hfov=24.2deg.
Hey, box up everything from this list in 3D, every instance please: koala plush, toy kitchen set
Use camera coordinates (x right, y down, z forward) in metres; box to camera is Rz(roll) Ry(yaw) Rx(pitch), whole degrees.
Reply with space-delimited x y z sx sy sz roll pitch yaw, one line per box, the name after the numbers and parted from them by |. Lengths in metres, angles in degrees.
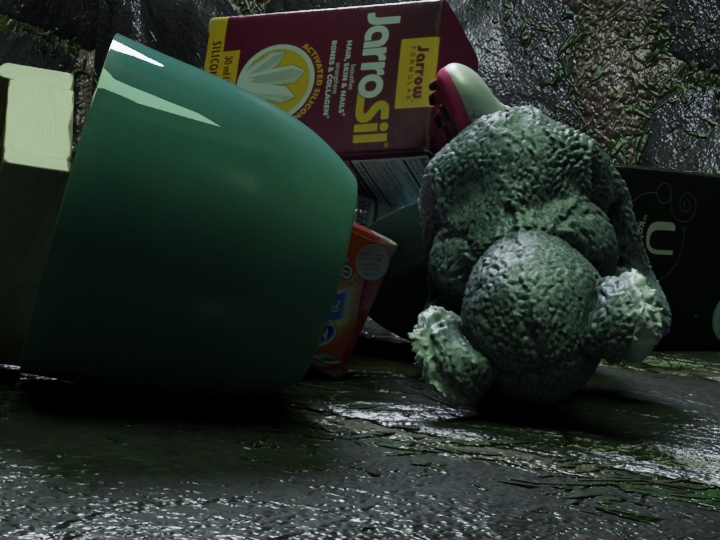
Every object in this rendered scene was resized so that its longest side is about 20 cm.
0.107 0.013 1.074 0.175 0.186 0.201 -9 28 10 | koala plush
-0.282 -0.070 1.001 0.197 0.181 0.165 8 48 -17 | toy kitchen set

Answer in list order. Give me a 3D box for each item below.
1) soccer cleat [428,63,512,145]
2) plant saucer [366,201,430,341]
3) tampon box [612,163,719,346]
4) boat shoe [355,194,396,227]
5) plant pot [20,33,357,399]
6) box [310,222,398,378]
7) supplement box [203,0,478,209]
0.107 -0.089 1.207 0.086 0.070 0.201 -24 -36 1 | soccer cleat
0.084 0.009 1.249 0.197 0.036 0.201 -4 -31 -2 | plant saucer
0.230 -0.016 1.465 0.198 0.152 0.126 2 6 -34 | tampon box
0.000 0.000 1.326 0.065 0.075 0.200 12 -16 -10 | boat shoe
-0.093 -0.016 0.978 0.159 0.203 0.201 17 4 -7 | plant pot
-0.058 -0.002 1.185 0.095 0.101 0.200 23 1 -17 | box
-0.019 -0.121 1.296 0.197 0.133 0.103 -2 -23 20 | supplement box
